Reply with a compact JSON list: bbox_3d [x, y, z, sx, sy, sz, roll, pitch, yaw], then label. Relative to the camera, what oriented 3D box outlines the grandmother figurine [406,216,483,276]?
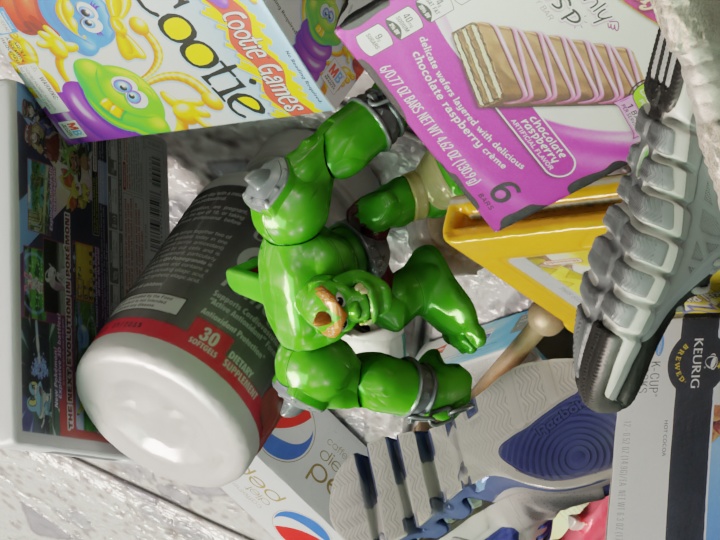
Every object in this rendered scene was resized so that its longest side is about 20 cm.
[{"bbox_3d":[0.080,-0.051,1.253,0.121,0.061,0.200,55,149,9],"label":"grandmother figurine"}]

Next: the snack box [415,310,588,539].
[{"bbox_3d":[0.131,0.112,1.417,0.200,0.037,0.116,48,142,-19],"label":"snack box"}]

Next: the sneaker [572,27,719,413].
[{"bbox_3d":[0.172,-0.019,1.043,0.115,0.075,0.200,12,108,-10],"label":"sneaker"}]

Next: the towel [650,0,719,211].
[{"bbox_3d":[0.180,-0.109,0.961,0.034,0.200,0.133,-14,100,41],"label":"towel"}]

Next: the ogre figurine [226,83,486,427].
[{"bbox_3d":[0.000,0.000,1.234,0.098,0.120,0.200,46,145,39],"label":"ogre figurine"}]

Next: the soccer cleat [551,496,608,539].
[{"bbox_3d":[0.181,0.129,1.338,0.076,0.067,0.200,10,134,-27],"label":"soccer cleat"}]

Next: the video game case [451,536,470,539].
[{"bbox_3d":[0.171,0.196,1.250,0.200,0.046,0.181,18,175,-32],"label":"video game case"}]

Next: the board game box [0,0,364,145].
[{"bbox_3d":[-0.088,-0.144,1.228,0.200,0.103,0.105,-4,130,41],"label":"board game box"}]

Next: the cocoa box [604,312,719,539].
[{"bbox_3d":[0.234,0.104,1.178,0.131,0.134,0.200,-3,164,39],"label":"cocoa box"}]

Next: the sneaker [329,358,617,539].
[{"bbox_3d":[0.092,0.118,1.345,0.199,0.081,0.115,-22,152,26],"label":"sneaker"}]

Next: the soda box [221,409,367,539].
[{"bbox_3d":[-0.045,0.130,1.549,0.200,0.068,0.064,45,143,-17],"label":"soda box"}]

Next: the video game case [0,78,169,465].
[{"bbox_3d":[-0.159,0.007,1.325,0.023,0.201,0.182,-6,170,23],"label":"video game case"}]

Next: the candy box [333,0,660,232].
[{"bbox_3d":[0.108,-0.120,1.084,0.200,0.061,0.136,-29,115,27],"label":"candy box"}]

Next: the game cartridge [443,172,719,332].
[{"bbox_3d":[0.168,0.006,1.200,0.176,0.033,0.200,-6,152,39],"label":"game cartridge"}]

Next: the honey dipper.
[{"bbox_3d":[0.072,0.071,1.358,0.038,0.038,0.200,34,139,-1],"label":"honey dipper"}]

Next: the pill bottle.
[{"bbox_3d":[-0.066,0.015,1.316,0.111,0.200,0.111,21,143,16],"label":"pill bottle"}]

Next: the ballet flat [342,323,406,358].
[{"bbox_3d":[-0.060,0.017,1.443,0.200,0.070,0.070,21,143,10],"label":"ballet flat"}]
